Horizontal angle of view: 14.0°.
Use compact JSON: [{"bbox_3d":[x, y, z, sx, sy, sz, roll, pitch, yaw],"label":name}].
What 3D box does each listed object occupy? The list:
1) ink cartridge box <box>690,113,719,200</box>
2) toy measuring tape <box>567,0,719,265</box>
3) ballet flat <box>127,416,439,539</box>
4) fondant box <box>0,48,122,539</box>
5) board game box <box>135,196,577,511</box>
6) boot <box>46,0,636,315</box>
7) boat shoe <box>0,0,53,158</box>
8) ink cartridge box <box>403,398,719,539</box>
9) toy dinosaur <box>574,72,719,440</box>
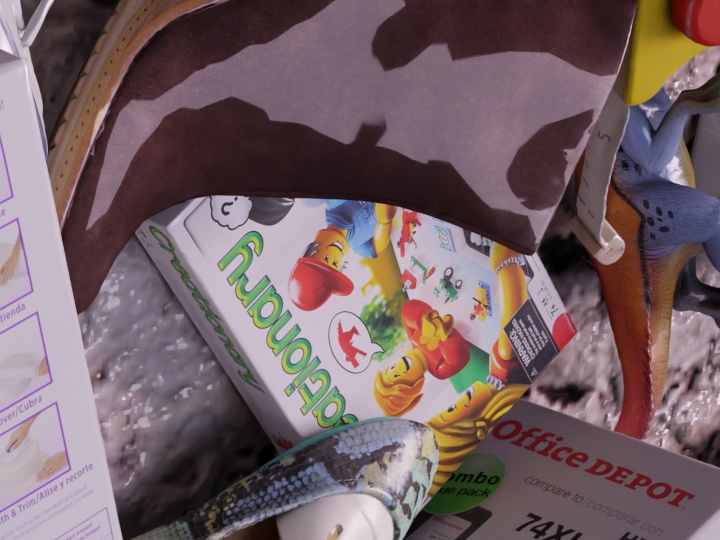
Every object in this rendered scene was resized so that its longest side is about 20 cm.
[{"bbox_3d":[0.247,-0.036,1.268,0.199,0.116,0.068,-6,112,-42],"label":"ink cartridge box"},{"bbox_3d":[0.116,-0.087,1.069,0.073,0.073,0.201,-33,145,-30],"label":"toy measuring tape"},{"bbox_3d":[-0.044,0.118,1.060,0.199,0.074,0.075,-26,126,-19],"label":"ballet flat"},{"bbox_3d":[-0.144,0.015,0.886,0.058,0.144,0.201,-30,127,-31],"label":"fondant box"},{"bbox_3d":[0.000,0.000,1.101,0.126,0.035,0.200,-47,135,-17],"label":"board game box"},{"bbox_3d":[-0.012,-0.044,0.987,0.166,0.072,0.201,28,79,-7],"label":"boot"},{"bbox_3d":[-0.125,-0.123,0.902,0.086,0.074,0.203,-38,121,-29],"label":"boat shoe"},{"bbox_3d":[0.061,0.177,1.151,0.200,0.146,0.147,-40,124,-26],"label":"ink cartridge box"},{"bbox_3d":[0.108,-0.046,1.141,0.181,0.105,0.200,40,85,-20],"label":"toy dinosaur"}]
